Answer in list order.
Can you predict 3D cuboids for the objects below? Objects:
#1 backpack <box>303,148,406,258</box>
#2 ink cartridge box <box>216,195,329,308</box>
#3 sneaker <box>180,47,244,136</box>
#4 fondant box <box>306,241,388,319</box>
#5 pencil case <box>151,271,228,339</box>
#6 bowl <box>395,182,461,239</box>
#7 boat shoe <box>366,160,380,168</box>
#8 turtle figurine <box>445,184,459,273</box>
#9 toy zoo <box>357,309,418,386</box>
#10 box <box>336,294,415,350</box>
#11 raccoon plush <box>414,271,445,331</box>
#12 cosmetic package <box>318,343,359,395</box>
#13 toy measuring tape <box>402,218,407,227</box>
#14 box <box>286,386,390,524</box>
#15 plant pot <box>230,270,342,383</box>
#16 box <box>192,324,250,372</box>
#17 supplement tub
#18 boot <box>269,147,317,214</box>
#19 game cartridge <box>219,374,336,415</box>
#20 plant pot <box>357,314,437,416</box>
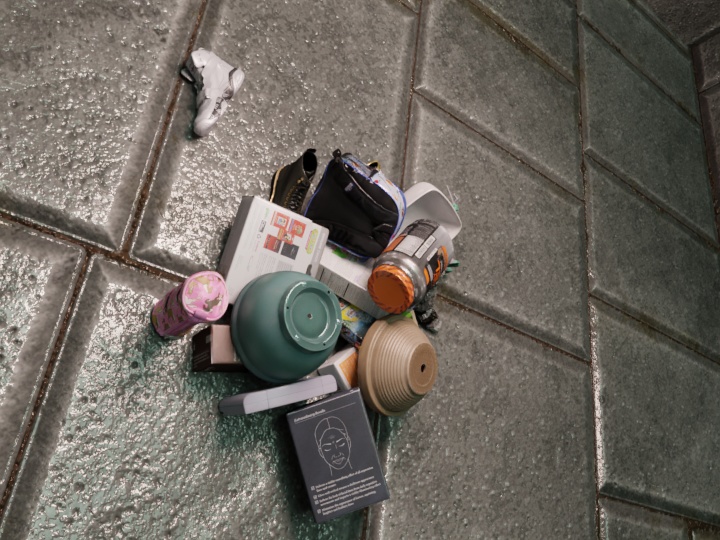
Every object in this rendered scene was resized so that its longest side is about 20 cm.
[{"bbox_3d":[-0.001,-0.127,1.230,0.189,0.202,0.154,36,31,9],"label":"backpack"},{"bbox_3d":[-0.175,-0.018,1.151,0.173,0.083,0.205,21,85,-29],"label":"ink cartridge box"},{"bbox_3d":[-0.323,-0.372,1.215,0.114,0.075,0.203,35,51,-21],"label":"sneaker"},{"bbox_3d":[0.000,0.000,1.272,0.197,0.059,0.145,31,43,5],"label":"fondant box"},{"bbox_3d":[-0.291,0.062,1.003,0.081,0.198,0.089,-15,84,-37],"label":"pencil case"},{"bbox_3d":[0.121,-0.106,1.377,0.200,0.199,0.075,41,12,-51],"label":"bowl"},{"bbox_3d":[-0.016,-0.182,1.368,0.071,0.068,0.202,30,57,-1],"label":"boat shoe"},{"bbox_3d":[0.206,-0.102,1.503,0.098,0.150,0.206,-6,77,7],"label":"turtle figurine"},{"bbox_3d":[0.064,0.187,1.240,0.198,0.020,0.134,-32,111,-41],"label":"toy zoo"},{"bbox_3d":[0.016,0.074,1.289,0.136,0.038,0.198,36,47,24],"label":"box"},{"bbox_3d":[0.177,0.047,1.386,0.200,0.132,0.099,42,45,-32],"label":"raccoon plush"},{"bbox_3d":[0.014,0.196,1.269,0.199,0.071,0.103,-35,96,-40],"label":"cosmetic package"},{"bbox_3d":[0.064,-0.124,1.419,0.197,0.073,0.075,-21,87,-36],"label":"toy measuring tape"},{"bbox_3d":[-0.042,0.342,1.114,0.145,0.107,0.205,-16,83,-3],"label":"box"},{"bbox_3d":[-0.113,0.090,1.040,0.196,0.133,0.206,11,71,-33],"label":"plant pot"},{"bbox_3d":[-0.204,0.149,1.103,0.196,0.099,0.077,9,69,-34],"label":"box"},{"bbox_3d":[0.101,-0.009,1.194,0.124,0.121,0.200,53,44,-8],"label":"supplement tub"},{"bbox_3d":[-0.140,-0.144,1.229,0.076,0.137,0.206,8,70,-34],"label":"boot"},{"bbox_3d":[-0.148,0.230,1.095,0.196,0.132,0.042,-6,85,-38],"label":"game cartridge"},{"bbox_3d":[0.091,0.193,1.183,0.198,0.091,0.207,0,90,-47],"label":"plant pot"}]
